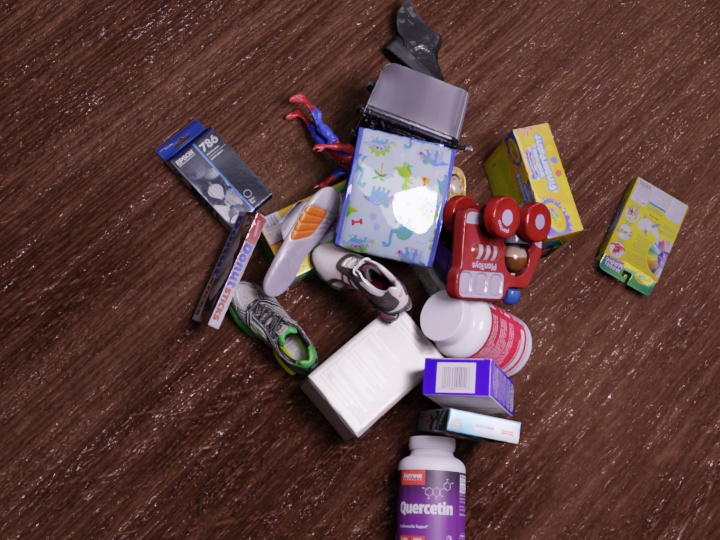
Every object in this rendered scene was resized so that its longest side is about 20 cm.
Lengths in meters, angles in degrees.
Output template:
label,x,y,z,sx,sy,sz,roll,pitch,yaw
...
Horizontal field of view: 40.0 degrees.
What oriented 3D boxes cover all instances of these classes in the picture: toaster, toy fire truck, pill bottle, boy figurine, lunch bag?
label,x,y,z,sx,sy,sz,roll,pitch,yaw
toaster,0.087,-0.247,1.722,0.199,0.181,0.119,19,67,-5
toy fire truck,0.217,-0.031,1.589,0.199,0.112,0.169,6,90,-42
pill bottle,0.113,0.372,1.598,0.112,0.112,0.201,5,74,-10
pill bottle,0.189,0.102,1.638,0.200,0.112,0.113,27,65,-46
boy figurine,0.193,-0.095,1.755,0.124,0.064,0.201,0,55,-41
lunch bag,0.055,-0.122,1.628,0.169,0.127,0.201,12,98,-5

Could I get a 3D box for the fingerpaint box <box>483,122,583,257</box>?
label,x,y,z,sx,sy,sz,roll,pitch,yaw
fingerpaint box,0.302,-0.133,1.745,0.073,0.167,0.201,-13,77,-14

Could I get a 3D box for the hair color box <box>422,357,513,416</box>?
label,x,y,z,sx,sy,sz,roll,pitch,yaw
hair color box,0.178,0.190,1.601,0.109,0.200,0.065,0,72,19

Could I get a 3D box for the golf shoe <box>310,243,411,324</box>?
label,x,y,z,sx,sy,sz,roll,pitch,yaw
golf shoe,0.000,0.000,1.608,0.200,0.088,0.077,32,66,24

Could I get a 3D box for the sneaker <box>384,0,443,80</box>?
label,x,y,z,sx,sy,sz,roll,pitch,yaw
sneaker,0.124,-0.400,1.837,0.200,0.060,0.104,44,76,6

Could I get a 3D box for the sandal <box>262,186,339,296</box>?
label,x,y,z,sx,sy,sz,roll,pitch,yaw
sandal,-0.114,-0.057,1.627,0.059,0.079,0.207,30,84,33

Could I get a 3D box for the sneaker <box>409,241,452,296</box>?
label,x,y,z,sx,sy,sz,roll,pitch,yaw
sneaker,0.153,-0.009,1.737,0.099,0.070,0.201,-28,88,-21

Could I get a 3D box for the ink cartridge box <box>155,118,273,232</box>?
label,x,y,z,sx,sy,sz,roll,pitch,yaw
ink cartridge box,-0.253,-0.170,1.709,0.200,0.039,0.099,46,72,4

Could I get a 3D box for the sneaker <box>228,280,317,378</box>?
label,x,y,z,sx,sy,sz,roll,pitch,yaw
sneaker,-0.140,0.088,1.637,0.200,0.085,0.078,43,71,3

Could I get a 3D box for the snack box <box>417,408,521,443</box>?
label,x,y,z,sx,sy,sz,roll,pitch,yaw
snack box,0.170,0.252,1.595,0.116,0.200,0.037,12,79,-8

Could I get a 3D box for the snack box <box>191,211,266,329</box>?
label,x,y,z,sx,sy,sz,roll,pitch,yaw
snack box,-0.217,-0.002,1.636,0.024,0.072,0.201,28,80,-29

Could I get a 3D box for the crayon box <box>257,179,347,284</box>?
label,x,y,z,sx,sy,sz,roll,pitch,yaw
crayon box,-0.071,-0.067,1.707,0.199,0.058,0.119,-26,82,-17

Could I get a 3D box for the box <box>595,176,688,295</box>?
label,x,y,z,sx,sy,sz,roll,pitch,yaw
box,0.518,-0.059,1.834,0.117,0.048,0.200,30,69,-3

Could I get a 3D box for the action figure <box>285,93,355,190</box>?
label,x,y,z,sx,sy,sz,roll,pitch,yaw
action figure,-0.074,-0.214,1.712,0.099,0.065,0.200,-33,65,-32

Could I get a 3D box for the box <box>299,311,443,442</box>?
label,x,y,z,sx,sy,sz,roll,pitch,yaw
box,0.018,0.169,1.635,0.200,0.109,0.128,-39,86,-18
